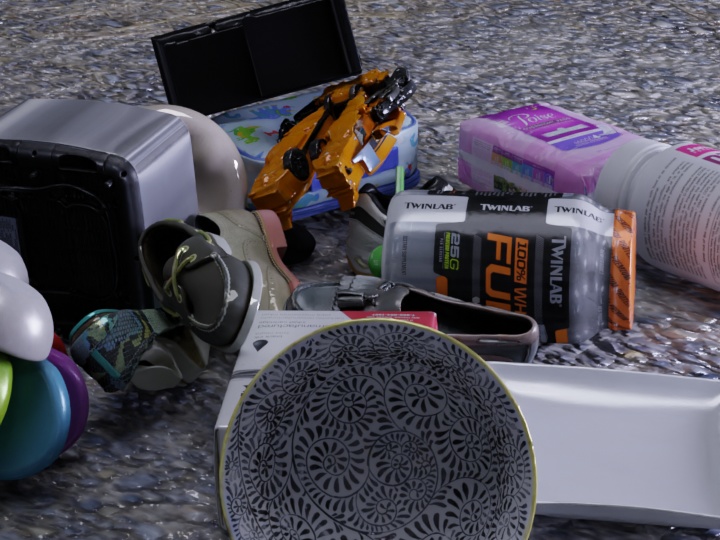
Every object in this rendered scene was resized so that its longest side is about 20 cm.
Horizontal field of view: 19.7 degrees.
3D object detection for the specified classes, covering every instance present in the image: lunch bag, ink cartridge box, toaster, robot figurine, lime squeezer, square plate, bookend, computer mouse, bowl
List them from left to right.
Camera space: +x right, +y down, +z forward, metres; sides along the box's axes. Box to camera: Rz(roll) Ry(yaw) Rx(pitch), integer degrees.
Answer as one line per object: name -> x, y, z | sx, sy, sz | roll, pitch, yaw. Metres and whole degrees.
toaster -> -0.238, -0.047, 1.723 | 0.180, 0.201, 0.119 | 6, 28, 22
computer mouse -> -0.132, -0.037, 1.901 | 0.199, 0.034, 0.059 | 7, 25, 24
bookend -> -0.103, -0.208, 1.979 | 0.199, 0.093, 0.199 | -15, 4, 2
lunch bag -> -0.050, -0.111, 2.004 | 0.199, 0.083, 0.161 | -17, 26, -32
ink cartridge box -> -0.020, 0.104, 1.485 | 0.146, 0.083, 0.200 | 0, 22, 5
robot figurine -> -0.022, -0.115, 1.858 | 0.144, 0.058, 0.200 | -16, 24, 30
lime squeezer -> 0.000, 0.000, 1.750 | 0.070, 0.038, 0.200 | 28, 65, 30
bowl -> 0.014, 0.131, 1.329 | 0.199, 0.202, 0.094 | -1, -2, 5
square plate -> 0.181, 0.126, 1.460 | 0.199, 0.029, 0.198 | 4, 26, 2

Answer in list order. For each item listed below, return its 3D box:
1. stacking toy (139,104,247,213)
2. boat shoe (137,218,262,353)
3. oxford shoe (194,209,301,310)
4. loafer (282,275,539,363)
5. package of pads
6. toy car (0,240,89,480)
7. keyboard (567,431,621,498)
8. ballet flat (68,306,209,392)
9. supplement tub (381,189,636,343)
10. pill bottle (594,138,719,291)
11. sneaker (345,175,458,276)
stacking toy -> -0.171, -0.089, 1.882 | 0.145, 0.147, 0.200 | -2, 12, 0
boat shoe -> -0.124, 0.008, 1.567 | 0.060, 0.072, 0.202 | 22, 7, -21
oxford shoe -> -0.093, 0.020, 1.673 | 0.073, 0.071, 0.200 | 7, 32, -20
loafer -> 0.042, 0.035, 1.597 | 0.199, 0.063, 0.072 | 13, 53, -5
package of pads -> 0.195, -0.097, 1.957 | 0.120, 0.076, 0.200 | -13, 25, -31
toy car -> -0.271, 0.083, 1.507 | 0.150, 0.176, 0.200 | 28, 8, -28
keyboard -> 0.157, 0.129, 1.504 | 0.056, 0.011, 0.200 | 9, 25, 26
ballet flat -> -0.157, 0.064, 1.617 | 0.074, 0.075, 0.200 | 8, 9, 24
supplement tub -> 0.122, -0.003, 1.677 | 0.199, 0.123, 0.123 | 1, 23, 10
pill bottle -> 0.302, -0.044, 1.767 | 0.113, 0.114, 0.200 | -19, 28, -35
sneaker -> 0.086, -0.038, 1.812 | 0.199, 0.088, 0.076 | -1, 21, -1
